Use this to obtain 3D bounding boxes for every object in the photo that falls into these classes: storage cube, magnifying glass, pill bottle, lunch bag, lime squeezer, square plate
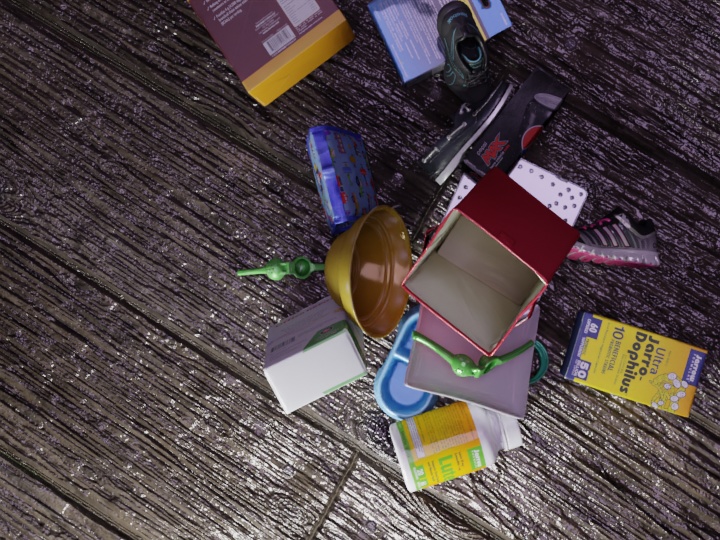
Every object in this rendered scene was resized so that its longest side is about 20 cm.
[{"bbox_3d":[0.198,-0.019,1.630,0.199,0.180,0.172,38,126,7],"label":"storage cube"},{"bbox_3d":[0.208,0.153,1.731,0.196,0.022,0.081,-7,76,-10],"label":"magnifying glass"},{"bbox_3d":[0.153,0.270,1.715,0.197,0.111,0.113,-18,87,0],"label":"pill bottle"},{"bbox_3d":[-0.033,-0.145,1.703,0.092,0.200,0.153,-14,87,5],"label":"lunch bag"},{"bbox_3d":[0.178,0.134,1.662,0.196,0.071,0.038,4,123,-11],"label":"lime squeezer"},{"bbox_3d":[0.178,0.120,1.705,0.197,0.029,0.201,16,63,-5],"label":"square plate"},{"bbox_3d":[-0.113,0.001,1.774,0.196,0.071,0.038,-4,71,6],"label":"lime squeezer"}]

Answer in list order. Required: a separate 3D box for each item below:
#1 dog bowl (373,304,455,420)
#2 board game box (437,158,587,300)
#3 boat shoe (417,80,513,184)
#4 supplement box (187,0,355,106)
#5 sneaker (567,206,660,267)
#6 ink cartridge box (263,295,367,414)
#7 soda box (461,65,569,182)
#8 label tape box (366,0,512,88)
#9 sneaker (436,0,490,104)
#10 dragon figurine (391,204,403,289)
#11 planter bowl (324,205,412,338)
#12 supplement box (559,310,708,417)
[{"bbox_3d":[0.093,0.152,1.759,0.110,0.050,0.203,25,92,6],"label":"dog bowl"},{"bbox_3d":[0.241,-0.080,1.759,0.197,0.026,0.203,26,91,7],"label":"board game box"},{"bbox_3d":[0.167,-0.230,1.727,0.060,0.076,0.201,38,108,1],"label":"boat shoe"},{"bbox_3d":[-0.148,-0.417,1.755,0.196,0.133,0.202,-35,85,5],"label":"supplement box"},{"bbox_3d":[0.386,-0.059,1.712,0.196,0.074,0.089,9,82,-8],"label":"sneaker"},{"bbox_3d":[-0.070,0.124,1.698,0.144,0.200,0.088,-27,107,5],"label":"ink cartridge box"},{"bbox_3d":[0.247,-0.225,1.722,0.070,0.063,0.201,37,83,8],"label":"soda box"},{"bbox_3d":[0.129,-0.410,1.758,0.197,0.063,0.146,-26,87,4],"label":"label tape box"},{"bbox_3d":[0.168,-0.324,1.694,0.074,0.201,0.080,-26,48,2],"label":"sneaker"},{"bbox_3d":[0.037,-0.004,1.760,0.099,0.059,0.202,31,93,-5],"label":"dragon figurine"},{"bbox_3d":[0.000,0.000,1.662,0.082,0.199,0.205,4,89,29],"label":"planter bowl"},{"bbox_3d":[0.426,0.144,1.691,0.197,0.109,0.111,17,91,6],"label":"supplement box"}]
